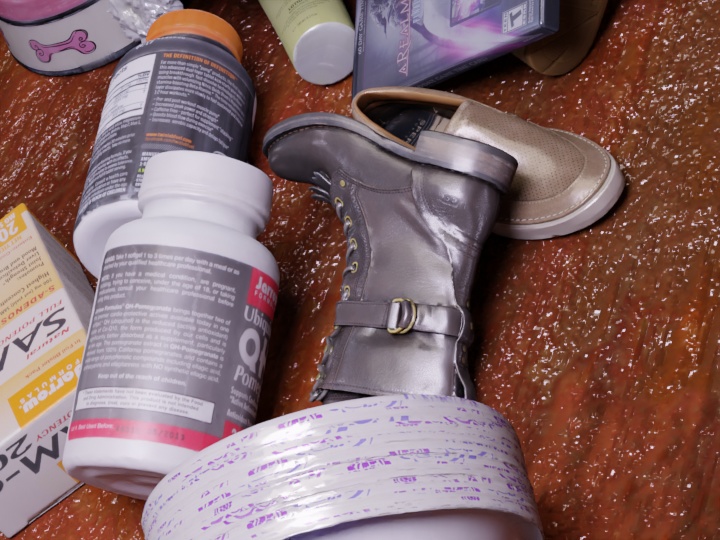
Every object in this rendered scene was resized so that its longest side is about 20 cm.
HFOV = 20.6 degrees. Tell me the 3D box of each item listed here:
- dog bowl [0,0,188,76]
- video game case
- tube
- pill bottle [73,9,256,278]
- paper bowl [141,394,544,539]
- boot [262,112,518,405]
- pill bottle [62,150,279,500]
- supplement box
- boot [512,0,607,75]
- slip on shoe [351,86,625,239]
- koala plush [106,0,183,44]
[{"bbox_3d":[-0.220,-0.255,1.594,0.199,0.074,0.201,-19,46,20],"label":"dog bowl"},{"bbox_3d":[0.061,-0.196,1.305,0.200,0.019,0.144,-18,64,51],"label":"video game case"},{"bbox_3d":[-0.049,-0.208,1.458,0.058,0.052,0.200,0,35,-17],"label":"tube"},{"bbox_3d":[-0.128,-0.087,1.360,0.106,0.106,0.201,-13,47,24],"label":"pill bottle"},{"bbox_3d":[-0.005,0.150,0.999,0.200,0.201,0.105,-22,63,17],"label":"paper bowl"},{"bbox_3d":[0.000,0.000,1.203,0.199,0.069,0.175,10,80,38],"label":"boot"},{"bbox_3d":[-0.109,0.034,1.200,0.110,0.111,0.201,-2,70,33],"label":"pill bottle"},{"bbox_3d":[-0.230,0.062,1.320,0.126,0.074,0.200,-37,42,1],"label":"supplement box"},{"bbox_3d":[0.118,-0.247,1.318,0.155,0.073,0.201,38,115,50],"label":"boot"},{"bbox_3d":[0.074,-0.076,1.247,0.200,0.061,0.076,23,68,44],"label":"slip on shoe"},{"bbox_3d":[-0.119,-0.256,1.435,0.200,0.183,0.178,-28,46,56],"label":"koala plush"}]
